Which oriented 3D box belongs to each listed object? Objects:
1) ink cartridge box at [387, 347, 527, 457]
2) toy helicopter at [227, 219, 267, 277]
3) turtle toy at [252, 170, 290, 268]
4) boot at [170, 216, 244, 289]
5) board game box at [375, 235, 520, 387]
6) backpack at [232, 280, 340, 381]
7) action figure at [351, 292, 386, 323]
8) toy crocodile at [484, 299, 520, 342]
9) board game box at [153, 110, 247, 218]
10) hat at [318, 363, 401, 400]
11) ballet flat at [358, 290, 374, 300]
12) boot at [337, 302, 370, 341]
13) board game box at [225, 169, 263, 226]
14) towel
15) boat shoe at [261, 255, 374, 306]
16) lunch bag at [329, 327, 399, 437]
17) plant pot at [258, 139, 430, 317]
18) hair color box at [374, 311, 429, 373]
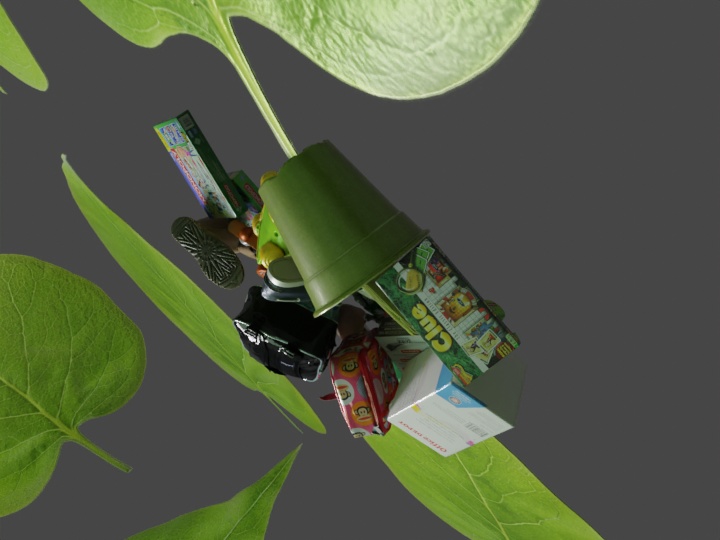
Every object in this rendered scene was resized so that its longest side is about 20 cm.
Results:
[{"bbox_3d":[0.147,0.199,1.161,0.128,0.126,0.200,35,139,-13],"label":"ink cartridge box"},{"bbox_3d":[-0.156,-0.052,1.292,0.132,0.079,0.200,29,156,-31],"label":"toy helicopter"},{"bbox_3d":[-0.115,-0.059,1.155,0.146,0.101,0.201,-115,35,-56],"label":"turtle toy"},{"bbox_3d":[-0.264,-0.044,1.393,0.175,0.066,0.200,48,-172,3],"label":"boot"},{"bbox_3d":[0.123,0.059,1.027,0.200,0.105,0.023,49,-158,4],"label":"board game box"},{"bbox_3d":[-0.125,0.107,1.268,0.177,0.151,0.200,23,151,7],"label":"backpack"},{"bbox_3d":[0.034,0.068,1.317,0.200,0.055,0.118,39,157,-8],"label":"action figure"},{"bbox_3d":[0.150,0.053,1.070,0.200,0.062,0.068,37,118,12],"label":"toy crocodile"},{"bbox_3d":[-0.291,-0.187,1.311,0.134,0.029,0.200,4,128,57],"label":"board game box"},{"bbox_3d":[0.062,0.249,1.454,0.166,0.176,0.200,45,159,-15],"label":"hat"},{"bbox_3d":[0.000,0.000,1.209,0.200,0.070,0.070,34,159,17],"label":"ballet flat"},{"bbox_3d":[-0.046,0.089,1.442,0.146,0.070,0.200,36,170,37],"label":"boot"},{"bbox_3d":[-0.233,-0.130,1.405,0.135,0.029,0.200,48,159,-23],"label":"board game box"},{"bbox_3d":[0.037,0.008,1.135,0.200,0.086,0.018,45,143,-15],"label":"towel"},{"bbox_3d":[-0.059,0.017,1.124,0.075,0.199,0.062,58,139,30],"label":"boat shoe"},{"bbox_3d":[0.014,0.206,1.268,0.200,0.082,0.177,-48,-57,-75],"label":"lunch bag"},{"bbox_3d":[-0.038,-0.071,0.994,0.190,0.200,0.200,54,159,-2],"label":"plant pot"},{"bbox_3d":[0.124,0.155,1.276,0.111,0.064,0.200,-6,135,36],"label":"hair color box"}]
